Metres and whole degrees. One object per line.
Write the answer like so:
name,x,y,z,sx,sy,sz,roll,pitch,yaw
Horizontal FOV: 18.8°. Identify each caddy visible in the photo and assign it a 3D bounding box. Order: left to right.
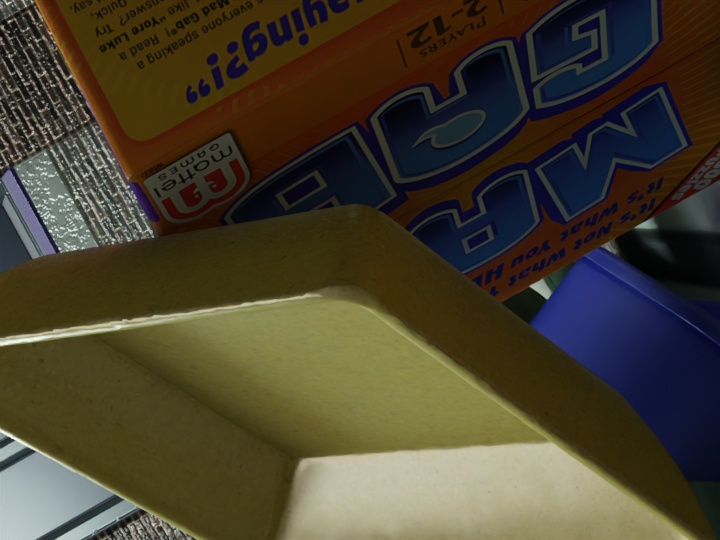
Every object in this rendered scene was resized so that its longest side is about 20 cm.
caddy,0.138,0.060,0.848,0.141,0.105,0.200,40,180,-26

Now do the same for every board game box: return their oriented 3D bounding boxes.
board game box,-0.006,-0.107,0.764,0.201,0.199,0.200,60,177,28

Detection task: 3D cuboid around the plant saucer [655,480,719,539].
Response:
plant saucer,0.161,0.143,0.739,0.199,0.036,0.200,25,154,13

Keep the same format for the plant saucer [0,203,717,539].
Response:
plant saucer,-0.014,0.039,0.687,0.200,0.199,0.049,36,-124,-43

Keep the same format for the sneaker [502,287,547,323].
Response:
sneaker,0.116,0.083,1.038,0.201,0.067,0.090,62,161,13

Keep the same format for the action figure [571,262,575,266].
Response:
action figure,0.156,0.059,1.071,0.119,0.054,0.200,63,178,-11

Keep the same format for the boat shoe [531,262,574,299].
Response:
boat shoe,0.114,0.043,1.216,0.200,0.061,0.075,48,-140,-43
